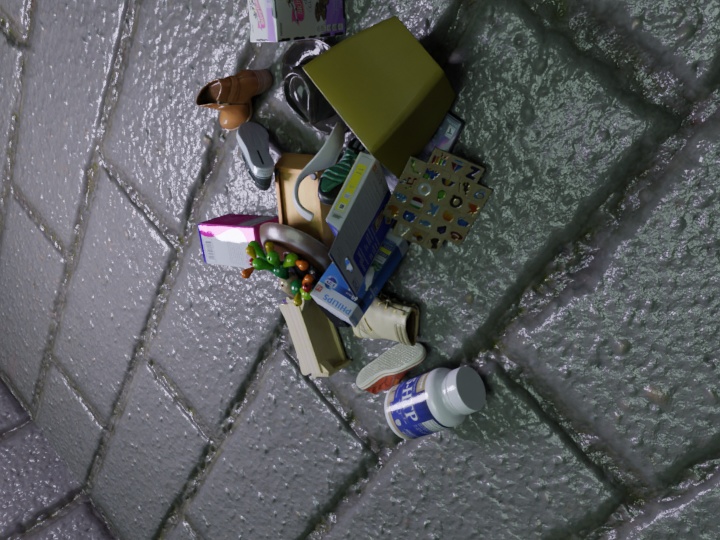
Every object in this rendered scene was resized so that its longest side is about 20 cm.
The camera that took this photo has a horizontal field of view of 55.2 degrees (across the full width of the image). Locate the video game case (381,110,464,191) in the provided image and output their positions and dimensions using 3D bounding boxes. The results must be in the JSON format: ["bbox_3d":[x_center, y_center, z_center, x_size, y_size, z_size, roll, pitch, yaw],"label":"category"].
[{"bbox_3d":[0.101,-0.234,1.316,0.142,0.019,0.202,40,128,20],"label":"video game case"}]

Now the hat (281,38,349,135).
[{"bbox_3d":[-0.098,-0.348,1.364,0.198,0.081,0.203,21,134,23],"label":"hat"}]

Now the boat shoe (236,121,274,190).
[{"bbox_3d":[-0.233,-0.250,1.501,0.201,0.071,0.072,-109,26,-44],"label":"boat shoe"}]

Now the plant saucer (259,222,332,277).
[{"bbox_3d":[-0.138,-0.035,1.504,0.198,0.032,0.201,24,159,10],"label":"plant saucer"}]

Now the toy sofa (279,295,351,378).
[{"bbox_3d":[-0.105,0.143,1.597,0.097,0.082,0.203,-10,102,46],"label":"toy sofa"}]

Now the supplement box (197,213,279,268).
[{"bbox_3d":[-0.280,-0.071,1.639,0.198,0.103,0.103,7,112,38],"label":"supplement box"}]

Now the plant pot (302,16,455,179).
[{"bbox_3d":[0.051,-0.309,1.196,0.176,0.200,0.201,-40,75,10],"label":"plant pot"}]

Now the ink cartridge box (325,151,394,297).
[{"bbox_3d":[-0.004,-0.080,1.273,0.047,0.202,0.198,22,163,22],"label":"ink cartridge box"}]

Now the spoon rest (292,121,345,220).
[{"bbox_3d":[-0.083,-0.202,1.348,0.060,0.203,0.099,22,167,-7],"label":"spoon rest"}]

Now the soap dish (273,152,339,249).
[{"bbox_3d":[-0.110,-0.145,1.483,0.156,0.081,0.203,12,117,35],"label":"soap dish"}]

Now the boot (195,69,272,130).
[{"bbox_3d":[-0.295,-0.366,1.492,0.074,0.154,0.200,55,132,6],"label":"boot"}]

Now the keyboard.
[{"bbox_3d":[-0.087,0.044,1.479,0.201,0.021,0.127,51,159,-14],"label":"keyboard"}]

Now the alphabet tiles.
[{"bbox_3d":[0.140,-0.126,1.274,0.164,0.006,0.201,20,127,-10],"label":"alphabet tiles"}]

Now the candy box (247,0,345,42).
[{"bbox_3d":[-0.116,-0.511,1.255,0.071,0.199,0.170,14,117,34],"label":"candy box"}]

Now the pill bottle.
[{"bbox_3d":[0.154,0.267,1.412,0.199,0.119,0.121,-31,88,42],"label":"pill bottle"}]

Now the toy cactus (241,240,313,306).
[{"bbox_3d":[-0.162,0.017,1.443,0.198,0.103,0.165,26,162,25],"label":"toy cactus"}]

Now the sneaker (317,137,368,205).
[{"bbox_3d":[-0.025,-0.169,1.328,0.074,0.201,0.088,25,137,10],"label":"sneaker"}]

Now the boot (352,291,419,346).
[{"bbox_3d":[0.046,0.060,1.446,0.154,0.072,0.203,8,115,37],"label":"boot"}]

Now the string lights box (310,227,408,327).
[{"bbox_3d":[0.000,0.000,1.381,0.102,0.201,0.059,29,166,23],"label":"string lights box"}]

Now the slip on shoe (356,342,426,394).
[{"bbox_3d":[0.074,0.215,1.501,0.061,0.075,0.199,35,130,-23],"label":"slip on shoe"}]
